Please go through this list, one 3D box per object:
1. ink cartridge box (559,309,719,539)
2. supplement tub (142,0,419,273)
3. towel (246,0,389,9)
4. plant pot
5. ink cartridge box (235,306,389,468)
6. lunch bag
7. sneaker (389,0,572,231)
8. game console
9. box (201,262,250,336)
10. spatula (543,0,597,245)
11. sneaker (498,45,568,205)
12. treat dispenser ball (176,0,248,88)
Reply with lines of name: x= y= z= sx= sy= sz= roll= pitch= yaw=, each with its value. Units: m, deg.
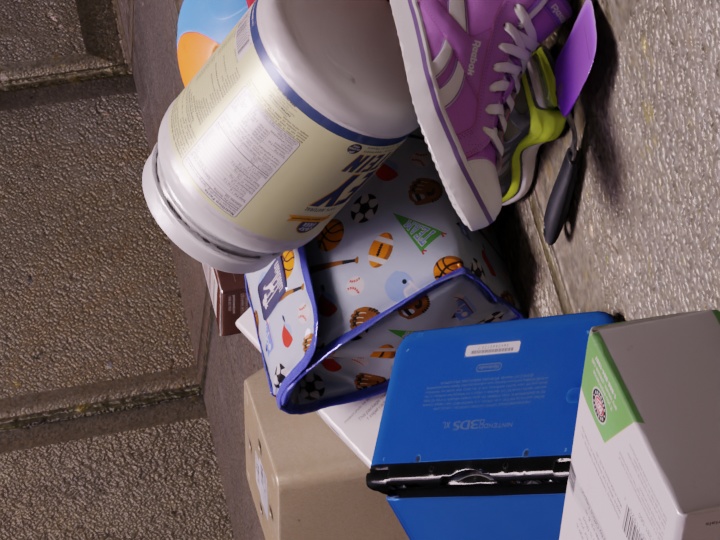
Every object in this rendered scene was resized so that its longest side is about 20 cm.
ink cartridge box: x=0.180 y=0.146 z=1.146 sx=0.146 sy=0.084 sz=0.201 roll=-111 pitch=17 yaw=-45
supplement tub: x=-0.056 y=-0.104 z=1.442 sx=0.200 sy=0.145 sz=0.145 roll=-46 pitch=48 yaw=37
towel: x=-0.003 y=-0.209 z=1.459 sx=0.023 sy=0.199 sz=0.145 roll=-52 pitch=-42 yaw=-45
plant pot: x=-0.007 y=0.172 z=1.815 sx=0.200 sy=0.176 sz=0.200 roll=-111 pitch=17 yaw=-46
ink cartridge box: x=0.006 y=0.101 z=1.647 sx=0.200 sy=0.084 sz=0.146 roll=44 pitch=177 yaw=34
lunch bag: x=0.000 y=0.000 z=1.550 sx=0.124 sy=0.199 sz=0.171 roll=37 pitch=-150 yaw=-49
sneaker: x=0.088 y=-0.131 z=1.291 sx=0.073 sy=0.114 sz=0.201 roll=53 pitch=-156 yaw=-71
game console: x=0.115 y=0.134 z=1.373 sx=0.199 sy=0.118 sz=0.171 roll=-8 pitch=61 yaw=44
box: x=-0.037 y=-0.015 z=1.756 sx=0.075 sy=0.199 sz=0.100 roll=98 pitch=158 yaw=-53
spatula: x=0.136 y=-0.087 z=1.321 sx=0.200 sy=0.020 sz=0.057 roll=91 pitch=178 yaw=-47
sneaker: x=0.084 y=-0.098 z=1.416 sx=0.200 sy=0.081 sz=0.074 roll=110 pitch=148 yaw=-67
treat dispenser ball: x=-0.059 y=-0.196 z=1.727 sx=0.201 sy=0.200 sz=0.202 roll=171 pitch=90 yaw=-78
